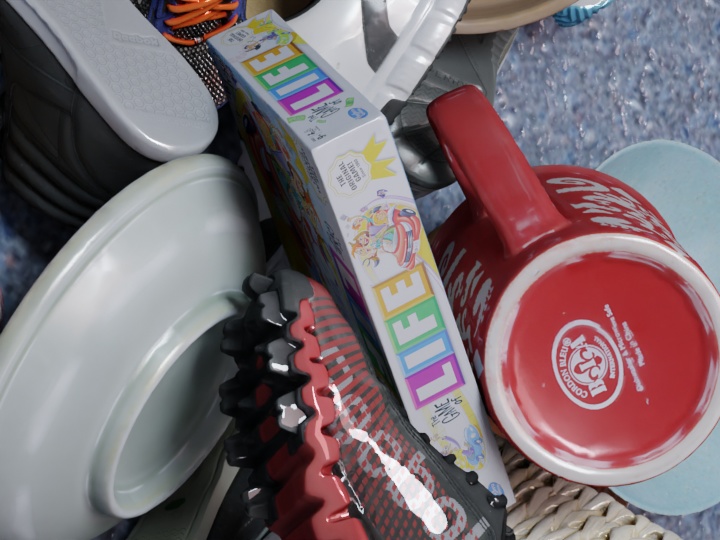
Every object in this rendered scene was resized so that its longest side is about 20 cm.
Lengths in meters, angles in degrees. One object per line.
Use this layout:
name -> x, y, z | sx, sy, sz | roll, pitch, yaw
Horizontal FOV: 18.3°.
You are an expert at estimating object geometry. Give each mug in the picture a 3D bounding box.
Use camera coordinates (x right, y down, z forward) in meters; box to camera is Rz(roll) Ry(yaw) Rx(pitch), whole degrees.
mug -> 0.082, 0.015, 1.023 | 0.177, 0.200, 0.134 | 33, 96, -6

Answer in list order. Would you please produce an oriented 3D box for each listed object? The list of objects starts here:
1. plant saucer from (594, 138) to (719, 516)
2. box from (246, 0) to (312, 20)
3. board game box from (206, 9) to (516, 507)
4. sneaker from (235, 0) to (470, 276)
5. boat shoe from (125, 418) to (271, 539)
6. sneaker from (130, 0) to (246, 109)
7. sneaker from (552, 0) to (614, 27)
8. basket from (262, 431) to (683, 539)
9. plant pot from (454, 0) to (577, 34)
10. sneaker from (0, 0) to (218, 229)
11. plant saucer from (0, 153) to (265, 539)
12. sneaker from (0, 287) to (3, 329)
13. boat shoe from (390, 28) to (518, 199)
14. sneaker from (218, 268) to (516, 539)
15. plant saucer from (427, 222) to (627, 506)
plant saucer -> 0.156, 0.031, 1.209 | 0.201, 0.039, 0.202 | 4, 84, -41
box -> -0.064, -0.196, 1.091 | 0.200, 0.021, 0.164 | 46, 58, -28
board game box -> 0.000, 0.000, 0.967 | 0.034, 0.134, 0.200 | -26, 121, -10
sneaker -> -0.031, -0.070, 1.060 | 0.080, 0.074, 0.200 | 31, 92, -11
boat shoe -> -0.075, 0.141, 1.020 | 0.068, 0.072, 0.200 | 47, 56, -24
sneaker -> -0.078, -0.145, 0.985 | 0.075, 0.078, 0.200 | -23, 137, -20
sneaker -> 0.120, -0.227, 1.231 | 0.081, 0.076, 0.201 | 25, 64, -30
basket -> 0.041, 0.205, 1.019 | 0.198, 0.161, 0.201 | -34, 130, -37
plant pot -> 0.051, -0.223, 1.094 | 0.201, 0.200, 0.093 | 63, 10, -18
sneaker -> -0.147, -0.102, 0.985 | 0.071, 0.099, 0.200 | -22, 70, -43
plant saucer -> -0.092, 0.049, 0.950 | 0.200, 0.050, 0.200 | -49, 160, -25
sneaker -> -0.179, -0.013, 0.929 | 0.075, 0.090, 0.201 | 11, 80, -40
boat shoe -> 0.046, -0.125, 1.165 | 0.074, 0.065, 0.202 | 24, 64, -16
sneaker -> 0.007, 0.091, 0.904 | 0.098, 0.071, 0.201 | -10, 73, -28
plant saucer -> 0.074, 0.066, 1.183 | 0.200, 0.037, 0.201 | 4, 83, -40
